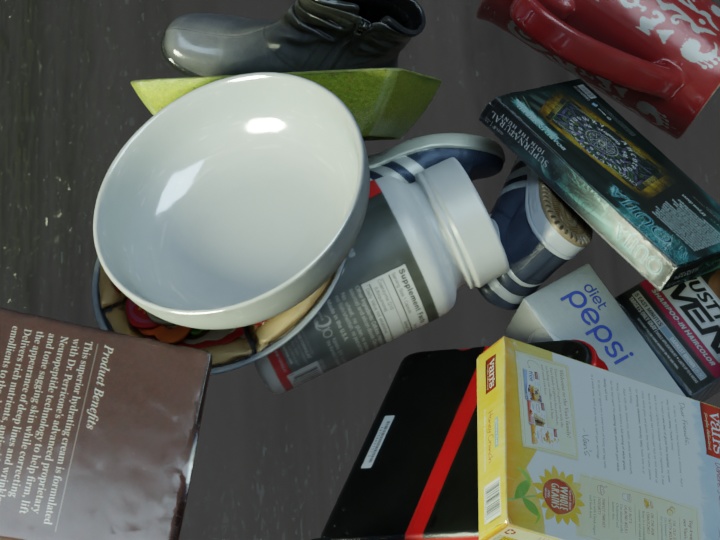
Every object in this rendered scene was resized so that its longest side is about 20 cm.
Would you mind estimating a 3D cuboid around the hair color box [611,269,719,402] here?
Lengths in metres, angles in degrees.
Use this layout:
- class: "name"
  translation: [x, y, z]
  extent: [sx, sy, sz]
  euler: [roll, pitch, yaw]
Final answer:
- class: "hair color box"
  translation: [0.297, 0.027, 1.610]
  extent: [0.200, 0.061, 0.099]
  euler: [-29, 72, -25]

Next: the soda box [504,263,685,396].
- class: "soda box"
  translation: [0.198, 0.098, 1.548]
  extent: [0.068, 0.063, 0.200]
  euler: [-27, 72, -23]

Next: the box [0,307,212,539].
- class: "box"
  translation: [-0.219, 0.139, 1.379]
  extent: [0.200, 0.164, 0.166]
  euler: [13, 61, -5]

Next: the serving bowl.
- class: "serving bowl"
  translation: [-0.081, -0.039, 1.393]
  extent: [0.200, 0.066, 0.200]
  euler: [-11, 54, 15]

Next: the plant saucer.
- class: "plant saucer"
  translation: [-0.050, -0.121, 1.529]
  extent: [0.199, 0.200, 0.048]
  euler: [-2, 92, 12]

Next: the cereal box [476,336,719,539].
- class: "cereal box"
  translation: [0.172, 0.139, 1.379]
  extent: [0.200, 0.040, 0.144]
  euler: [20, 52, -24]

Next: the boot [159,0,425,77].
- class: "boot"
  translation: [-0.055, -0.198, 1.611]
  extent: [0.200, 0.132, 0.070]
  euler: [7, 62, -9]

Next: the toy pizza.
- class: "toy pizza"
  translation: [-0.105, -0.014, 1.448]
  extent: [0.200, 0.032, 0.200]
  euler: [-11, 53, 15]

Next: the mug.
- class: "mug"
  translation: [0.204, -0.195, 1.671]
  extent: [0.200, 0.133, 0.178]
  euler: [36, 58, 3]

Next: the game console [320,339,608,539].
- class: "game console"
  translation: [0.078, 0.129, 1.457]
  extent: [0.177, 0.031, 0.200]
  euler: [-7, 38, 33]

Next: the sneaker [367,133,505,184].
- class: "sneaker"
  translation: [0.024, -0.050, 1.591]
  extent: [0.200, 0.075, 0.085]
  euler: [-12, 72, -11]

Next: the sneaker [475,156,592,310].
- class: "sneaker"
  translation: [0.130, -0.044, 1.609]
  extent: [0.070, 0.109, 0.200]
  euler: [37, 27, -13]

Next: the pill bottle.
- class: "pill bottle"
  translation: [0.000, 0.000, 1.497]
  extent: [0.200, 0.114, 0.114]
  euler: [-26, 69, -2]

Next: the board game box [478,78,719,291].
- class: "board game box"
  translation: [0.199, -0.070, 1.566]
  extent: [0.200, 0.028, 0.135]
  euler: [46, 33, 21]

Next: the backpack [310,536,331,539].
- class: "backpack"
  translation: [-0.029, 0.310, 1.348]
  extent: [0.182, 0.135, 0.200]
  euler: [-35, 74, -26]
